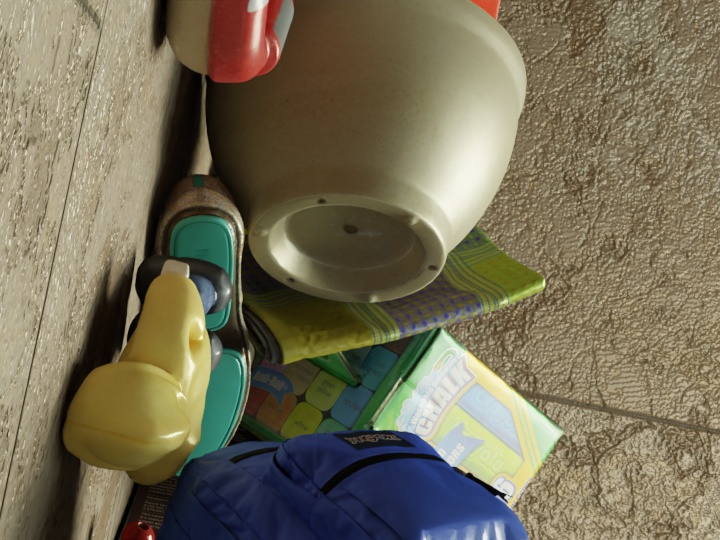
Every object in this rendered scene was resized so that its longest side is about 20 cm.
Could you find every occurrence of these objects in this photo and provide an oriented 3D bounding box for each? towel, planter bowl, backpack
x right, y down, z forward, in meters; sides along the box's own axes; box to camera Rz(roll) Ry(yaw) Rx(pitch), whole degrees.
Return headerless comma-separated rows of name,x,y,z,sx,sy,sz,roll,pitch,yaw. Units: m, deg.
towel,0.000,0.000,1.657,0.144,0.199,0.023,-132,-143,-50
planter bowl,-0.002,-0.067,1.587,0.201,0.199,0.135,97,-1,-57
backpack,-0.010,0.165,1.412,0.162,0.200,0.169,6,110,-45

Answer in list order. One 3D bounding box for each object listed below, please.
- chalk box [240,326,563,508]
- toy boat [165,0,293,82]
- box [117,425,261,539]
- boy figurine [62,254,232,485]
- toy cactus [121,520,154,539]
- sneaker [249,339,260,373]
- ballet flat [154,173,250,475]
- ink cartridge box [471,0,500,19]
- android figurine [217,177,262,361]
chalk box,0.010,0.088,1.702,0.200,0.124,0.124,39,83,-41
toy boat,-0.028,-0.193,1.402,0.131,0.130,0.201,-76,176,-52
box,-0.113,0.170,1.750,0.200,0.075,0.101,-78,177,-60
boy figurine,-0.112,0.062,1.412,0.200,0.064,0.125,-70,171,-68
toy cactus,-0.122,0.261,1.514,0.102,0.200,0.165,3,135,-49
sneaker,-0.086,0.053,2.023,0.116,0.075,0.201,112,1,-52
ballet flat,-0.098,0.029,1.590,0.067,0.068,0.201,-105,-159,-55
ink cartridge box,0.007,-0.147,1.840,0.200,0.173,0.044,98,-5,-49
android figurine,-0.061,0.007,1.817,0.182,0.041,0.201,74,3,-69
